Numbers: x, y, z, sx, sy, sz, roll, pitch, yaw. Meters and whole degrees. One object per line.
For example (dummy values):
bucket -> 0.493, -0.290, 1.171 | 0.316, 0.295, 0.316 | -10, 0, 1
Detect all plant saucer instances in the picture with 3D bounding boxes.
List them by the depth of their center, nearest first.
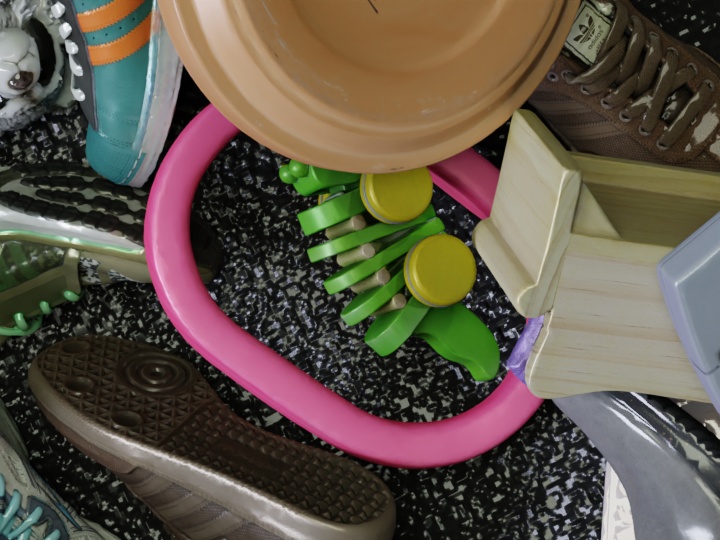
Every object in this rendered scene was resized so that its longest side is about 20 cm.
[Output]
plant saucer -> 0.011, -0.138, 1.061 | 0.199, 0.032, 0.202 | -5, 101, -27

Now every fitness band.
fitness band -> 0.000, 0.000, 1.171 | 0.199, 0.037, 0.144 | 34, 81, -6

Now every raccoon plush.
raccoon plush -> -0.182, -0.153, 1.249 | 0.096, 0.135, 0.201 | -13, 40, 3

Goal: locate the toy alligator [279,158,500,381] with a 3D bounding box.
toy alligator -> -0.007, -0.033, 1.118 | 0.054, 0.059, 0.201 | -30, 94, -24

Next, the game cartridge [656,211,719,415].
game cartridge -> 0.212, 0.038, 1.065 | 0.133, 0.042, 0.200 | -37, 114, 8

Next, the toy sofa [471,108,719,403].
toy sofa -> 0.151, 0.002, 1.102 | 0.199, 0.083, 0.098 | 7, 110, -15

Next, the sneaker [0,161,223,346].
sneaker -> -0.159, 0.000, 1.226 | 0.198, 0.077, 0.089 | 6, 114, 11

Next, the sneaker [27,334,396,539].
sneaker -> -0.073, 0.099, 1.180 | 0.199, 0.070, 0.076 | 27, 126, 30

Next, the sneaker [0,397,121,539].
sneaker -> -0.163, 0.122, 1.186 | 0.078, 0.086, 0.200 | -44, 77, 2

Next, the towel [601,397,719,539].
towel -> 0.202, 0.137, 1.139 | 0.198, 0.032, 0.193 | 3, 83, 12

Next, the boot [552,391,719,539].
boot -> 0.123, 0.137, 1.110 | 0.200, 0.070, 0.132 | 44, 98, 19

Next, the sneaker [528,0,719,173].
sneaker -> 0.103, -0.088, 1.161 | 0.199, 0.076, 0.071 | 35, 90, 15

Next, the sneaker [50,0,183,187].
sneaker -> -0.114, -0.132, 1.171 | 0.079, 0.072, 0.201 | 6, 118, -9
